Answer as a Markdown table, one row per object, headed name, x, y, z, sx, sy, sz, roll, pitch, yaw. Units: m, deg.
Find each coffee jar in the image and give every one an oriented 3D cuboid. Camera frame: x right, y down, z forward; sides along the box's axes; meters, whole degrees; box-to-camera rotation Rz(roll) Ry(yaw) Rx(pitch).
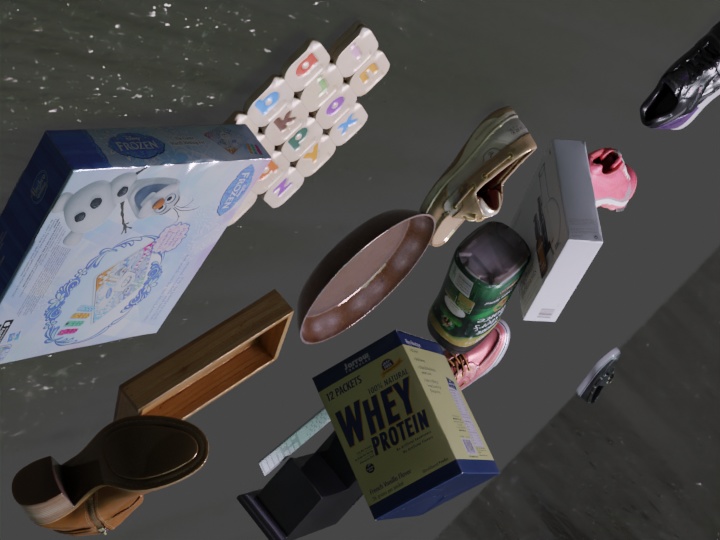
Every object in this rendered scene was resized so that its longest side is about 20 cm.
| name | x | y | z | sx | sy | sz | roll | pitch | yaw |
| --- | --- | --- | --- | --- | --- | --- | --- | --- | --- |
| coffee jar | 0.155 | 0.028 | 1.832 | 0.104 | 0.085 | 0.201 | -39 | 163 | -28 |

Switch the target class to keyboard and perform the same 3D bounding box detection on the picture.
| name | x | y | z | sx | sy | sz | roll | pitch | yaw |
| --- | --- | --- | --- | --- | --- | --- | --- | --- | --- |
| keyboard | -0.063 | 0.215 | 1.916 | 0.199 | 0.011 | 0.056 | -39 | 163 | -13 |

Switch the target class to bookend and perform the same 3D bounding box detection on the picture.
| name | x | y | z | sx | sy | sz | roll | pitch | yaw |
| --- | --- | --- | --- | --- | --- | --- | --- | --- | --- |
| bookend | -0.047 | 0.286 | 1.980 | 0.199 | 0.092 | 0.199 | -49 | 161 | 18 |

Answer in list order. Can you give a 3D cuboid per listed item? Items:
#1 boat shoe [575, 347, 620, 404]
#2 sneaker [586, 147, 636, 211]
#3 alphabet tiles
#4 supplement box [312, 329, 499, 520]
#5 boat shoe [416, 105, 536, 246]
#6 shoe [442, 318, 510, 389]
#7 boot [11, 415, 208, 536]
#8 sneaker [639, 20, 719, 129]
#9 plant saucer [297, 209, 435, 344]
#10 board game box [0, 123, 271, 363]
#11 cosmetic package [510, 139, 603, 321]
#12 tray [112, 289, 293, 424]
| name | x | y | z | sx | sy | sz | roll | pitch | yaw |
| --- | --- | --- | --- | --- | --- | --- | --- | --- | --- |
| boat shoe | 0.622 | 0.271 | 3.497 | 0.068 | 0.057 | 0.201 | -28 | 158 | -38 |
| sneaker | 0.349 | -0.133 | 1.909 | 0.199 | 0.074 | 0.087 | -18 | 149 | -53 |
| alphabet tiles | -0.058 | -0.119 | 1.130 | 0.200 | 0.015 | 0.196 | -44 | 163 | 2 |
| supplement box | 0.063 | 0.206 | 1.799 | 0.133 | 0.202 | 0.200 | -29 | 163 | 13 |
| boat shoe | 0.129 | -0.089 | 1.524 | 0.073 | 0.069 | 0.201 | -24 | 155 | -45 |
| shoe | 0.151 | 0.153 | 2.141 | 0.200 | 0.072 | 0.091 | -43 | 169 | 16 |
| boot | -0.232 | 0.215 | 1.350 | 0.197 | 0.078 | 0.156 | -22 | 155 | -2 |
| sneaker | 0.457 | -0.265 | 1.844 | 0.087 | 0.076 | 0.201 | -12 | 146 | -48 |
| plant saucer | 0.000 | 0.000 | 1.510 | 0.199 | 0.035 | 0.201 | -38 | 162 | -14 |
| board game box | -0.187 | -0.020 | 1.007 | 0.198 | 0.044 | 0.201 | -9 | 143 | -52 |
| cosmetic package | 0.249 | -0.049 | 1.760 | 0.051 | 0.153 | 0.201 | 4 | 148 | -10 |
| tray | -0.161 | 0.102 | 1.388 | 0.199 | 0.037 | 0.099 | -33 | 160 | -32 |
